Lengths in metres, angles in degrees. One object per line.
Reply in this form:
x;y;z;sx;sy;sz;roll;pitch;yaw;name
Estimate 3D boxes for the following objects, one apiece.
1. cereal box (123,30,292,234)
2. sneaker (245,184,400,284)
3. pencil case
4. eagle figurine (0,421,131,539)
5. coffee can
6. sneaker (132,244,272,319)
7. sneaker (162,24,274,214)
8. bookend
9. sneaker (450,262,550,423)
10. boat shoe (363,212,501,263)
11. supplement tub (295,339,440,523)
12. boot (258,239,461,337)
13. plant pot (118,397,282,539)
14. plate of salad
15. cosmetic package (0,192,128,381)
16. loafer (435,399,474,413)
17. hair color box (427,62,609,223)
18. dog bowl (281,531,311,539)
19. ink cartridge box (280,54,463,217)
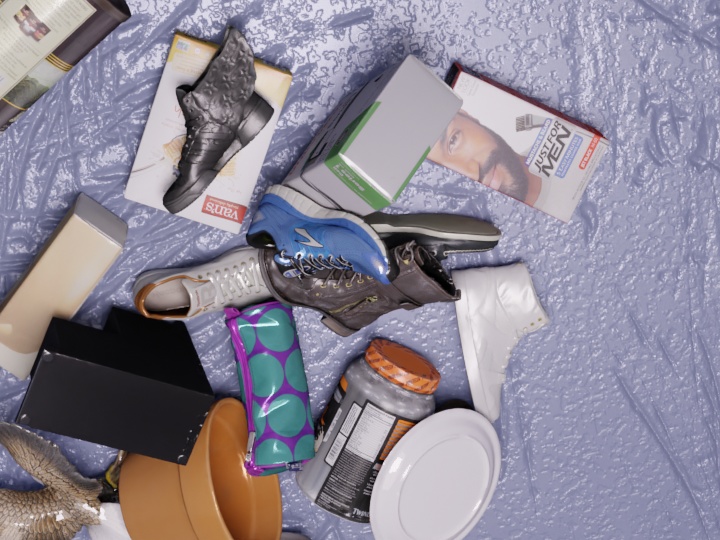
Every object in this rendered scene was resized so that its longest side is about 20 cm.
-0.176;-0.157;1.623;0.143;0.040;0.201;17;105;-10;cereal box
-0.044;-0.020;1.545;0.089;0.199;0.079;-56;144;-17;sneaker
-0.108;0.140;1.666;0.092;0.085;0.202;-4;82;-41;pencil case
-0.372;0.262;1.679;0.150;0.199;0.153;-15;73;38;eagle figurine
-0.369;-0.264;1.516;0.200;0.146;0.147;-40;107;8;coffee can
-0.168;0.024;1.657;0.198;0.085;0.073;-14;107;-6;sneaker
-0.175;-0.167;1.571;0.200;0.060;0.104;-45;108;3;sneaker
-0.287;0.112;1.591;0.199;0.199;0.093;18;106;-24;bookend
0.179;0.089;1.718;0.114;0.074;0.202;-9;107;1;sneaker
0.067;-0.028;1.671;0.197;0.075;0.067;1;109;-6;boat shoe
0.012;0.193;1.708;0.122;0.123;0.201;24;103;-12;supplement tub
0.000;0.000;1.624;0.173;0.070;0.200;-22;139;36;boot
-0.197;0.266;1.683;0.139;0.200;0.201;-16;109;16;plant pot
0.087;0.255;1.693;0.199;0.048;0.202;-15;117;-32;plate of salad
-0.355;0.017;1.627;0.071;0.105;0.200;36;99;-15;cosmetic package
0.093;0.258;1.766;0.075;0.067;0.202;15;89;-23;loafer
0.177;-0.149;1.650;0.199;0.064;0.112;23;104;-11;hair color box
-0.137;0.376;1.715;0.198;0.200;0.059;-11;97;-2;dog bowl
0.008;-0.135;1.546;0.084;0.200;0.147;39;70;-13;ink cartridge box
